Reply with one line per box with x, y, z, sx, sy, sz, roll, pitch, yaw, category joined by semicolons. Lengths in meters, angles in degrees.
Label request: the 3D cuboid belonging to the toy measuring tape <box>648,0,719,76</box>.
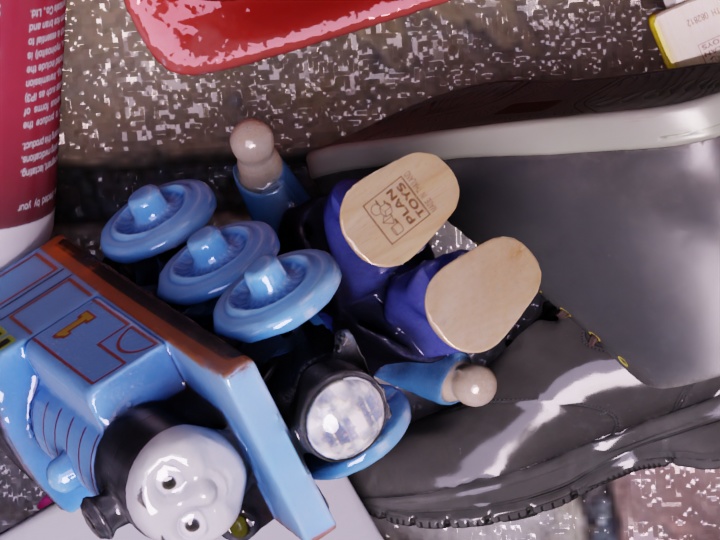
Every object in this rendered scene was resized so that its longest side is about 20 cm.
0.128;-0.095;1.011;0.073;0.074;0.200;-22;97;13;toy measuring tape

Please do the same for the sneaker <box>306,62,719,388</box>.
0.066;-0.010;1.004;0.200;0.075;0.107;-1;109;44;sneaker

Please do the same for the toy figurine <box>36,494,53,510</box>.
-0.062;0.165;1.082;0.199;0.150;0.185;-6;94;1;toy figurine

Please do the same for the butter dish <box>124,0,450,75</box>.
-0.024;-0.175;0.970;0.199;0.148;0.200;-16;101;12;butter dish

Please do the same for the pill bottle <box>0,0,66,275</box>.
-0.167;-0.064;1.038;0.113;0.113;0.201;6;105;7;pill bottle

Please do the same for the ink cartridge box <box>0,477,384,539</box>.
-0.061;0.169;1.010;0.199;0.041;0.200;-31;90;-23;ink cartridge box

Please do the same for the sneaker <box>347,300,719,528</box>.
0.083;0.042;1.058;0.199;0.076;0.091;-16;91;6;sneaker

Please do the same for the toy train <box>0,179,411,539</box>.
-0.065;0.038;0.959;0.114;0.200;0.087;-34;117;-14;toy train

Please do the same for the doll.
0.000;0.000;0.998;0.136;0.200;0.048;46;75;-4;doll
